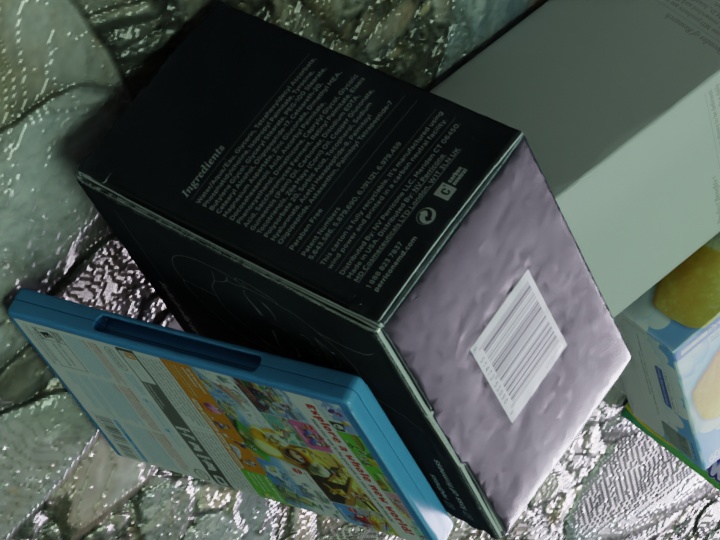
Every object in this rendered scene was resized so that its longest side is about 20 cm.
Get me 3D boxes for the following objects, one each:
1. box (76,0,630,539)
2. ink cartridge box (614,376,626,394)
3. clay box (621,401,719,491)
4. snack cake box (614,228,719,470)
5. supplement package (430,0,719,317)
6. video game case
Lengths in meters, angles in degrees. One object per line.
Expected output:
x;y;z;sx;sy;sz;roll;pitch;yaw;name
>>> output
0.000;0.000;1.356;0.124;0.196;0.200;-53;144;-17;box
0.207;-0.036;1.638;0.200;0.084;0.145;-38;140;-16;ink cartridge box
0.269;0.129;1.740;0.115;0.200;0.048;12;111;-48;clay box
0.235;0.004;1.575;0.200;0.067;0.115;-39;140;-14;snack cake box
0.137;-0.074;1.510;0.200;0.117;0.117;-37;141;-17;supplement package
-0.063;0.072;1.370;0.018;0.200;0.143;-62;147;-24;video game case
